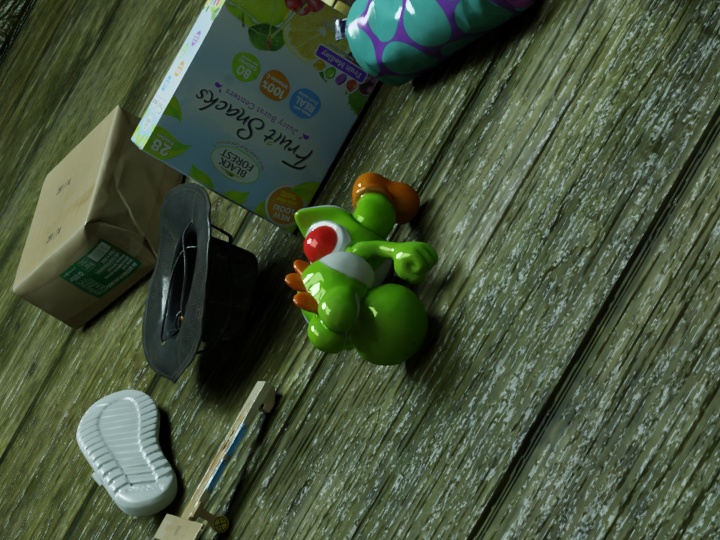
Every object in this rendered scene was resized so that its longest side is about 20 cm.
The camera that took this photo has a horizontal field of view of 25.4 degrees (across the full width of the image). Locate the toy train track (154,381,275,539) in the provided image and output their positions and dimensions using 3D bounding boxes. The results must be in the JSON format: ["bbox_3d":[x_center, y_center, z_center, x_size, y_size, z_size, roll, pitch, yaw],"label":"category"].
[{"bbox_3d":[-0.119,0.187,1.332,0.201,0.032,0.115,-61,17,-14],"label":"toy train track"}]

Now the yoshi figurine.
[{"bbox_3d":[0.010,0.011,1.222,0.111,0.113,0.200,-8,28,11],"label":"yoshi figurine"}]

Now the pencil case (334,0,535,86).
[{"bbox_3d":[0.067,-0.227,1.336,0.199,0.085,0.093,-22,78,53],"label":"pencil case"}]

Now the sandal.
[{"bbox_3d":[-0.220,0.179,1.501,0.203,0.082,0.050,-121,20,-61],"label":"sandal"}]

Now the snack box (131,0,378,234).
[{"bbox_3d":[-0.089,-0.162,1.472,0.201,0.168,0.068,-61,22,4],"label":"snack box"}]

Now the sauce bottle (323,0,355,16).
[{"bbox_3d":[-0.019,-0.246,1.554,0.201,0.064,0.065,-61,24,-4],"label":"sauce bottle"}]

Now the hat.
[{"bbox_3d":[-0.138,0.013,1.475,0.200,0.080,0.203,-173,90,-68],"label":"hat"}]

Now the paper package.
[{"bbox_3d":[-0.304,-0.060,1.860,0.200,0.103,0.192,-34,37,44],"label":"paper package"}]
